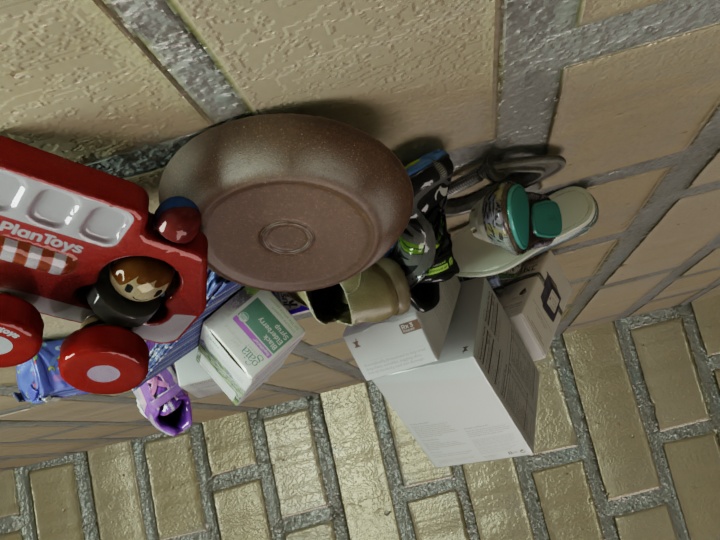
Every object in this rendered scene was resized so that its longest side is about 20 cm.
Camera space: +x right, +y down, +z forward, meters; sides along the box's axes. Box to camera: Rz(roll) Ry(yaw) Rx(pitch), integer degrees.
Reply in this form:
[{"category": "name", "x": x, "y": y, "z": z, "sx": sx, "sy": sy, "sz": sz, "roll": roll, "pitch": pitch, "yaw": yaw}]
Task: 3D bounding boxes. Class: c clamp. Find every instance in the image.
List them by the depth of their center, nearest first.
[{"category": "c clamp", "x": 0.102, "y": -0.077, "z": 0.870, "sx": 0.200, "sy": 0.027, "sz": 0.170, "roll": -23, "pitch": 164, "yaw": 41}]

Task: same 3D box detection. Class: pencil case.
[{"category": "pencil case", "x": -0.368, "y": 0.131, "z": 1.169, "sx": 0.199, "sy": 0.087, "sz": 0.078, "roll": -5, "pitch": 149, "yaw": -38}]

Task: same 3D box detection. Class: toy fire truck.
[{"category": "toy fire truck", "x": -0.199, "y": -0.006, "z": 0.619, "sx": 0.199, "sy": 0.113, "sz": 0.168, "roll": 20, "pitch": 135, "yaw": -31}]

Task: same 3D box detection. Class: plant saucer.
[{"category": "plant saucer", "x": -0.057, "y": -0.037, "z": 0.664, "sx": 0.199, "sy": 0.037, "sz": 0.201, "roll": -1, "pitch": 144, "yaw": -1}]

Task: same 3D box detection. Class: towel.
[{"category": "towel", "x": -0.159, "y": 0.039, "z": 0.900, "sx": 0.200, "sy": 0.024, "sz": 0.145, "roll": -45, "pitch": 175, "yaw": 33}]

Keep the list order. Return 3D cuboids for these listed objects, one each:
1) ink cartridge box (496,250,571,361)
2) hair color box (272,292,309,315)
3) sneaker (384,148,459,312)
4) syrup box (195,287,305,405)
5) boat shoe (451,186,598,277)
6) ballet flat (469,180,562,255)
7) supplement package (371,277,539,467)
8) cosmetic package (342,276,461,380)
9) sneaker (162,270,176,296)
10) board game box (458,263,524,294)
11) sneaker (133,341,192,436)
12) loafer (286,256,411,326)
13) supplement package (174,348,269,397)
[{"category": "ink cartridge box", "x": 0.231, "y": 0.066, "z": 1.328, "sx": 0.144, "sy": 0.085, "sz": 0.200, "roll": -22, "pitch": -163, "yaw": 34}, {"category": "hair color box", "x": 0.000, "y": 0.000, "z": 0.987, "sx": 0.199, "sy": 0.065, "sz": 0.109, "roll": -17, "pitch": 178, "yaw": 7}, {"category": "sneaker", "x": 0.063, "y": -0.034, "z": 0.796, "sx": 0.071, "sy": 0.083, "sz": 0.200, "roll": -29, "pitch": 149, "yaw": -23}, {"category": "syrup box", "x": -0.127, "y": 0.085, "z": 0.956, "sx": 0.081, "sy": 0.079, "sz": 0.200, "roll": -41, "pitch": 176, "yaw": -21}, {"category": "boat shoe", "x": 0.196, "y": -0.039, "z": 1.041, "sx": 0.199, "sy": 0.073, "sz": 0.062, "roll": -25, "pitch": 161, "yaw": 24}, {"category": "ballet flat", "x": 0.147, "y": -0.048, "z": 0.857, "sx": 0.072, "sy": 0.072, "sz": 0.200, "roll": -19, "pitch": 172, "yaw": 25}, {"category": "supplement package", "x": 0.136, "y": 0.143, "z": 1.173, "sx": 0.151, "sy": 0.151, "sz": 0.200, "roll": -15, "pitch": 126, "yaw": 28}, {"category": "cosmetic package", "x": 0.057, "y": 0.048, "z": 1.069, "sx": 0.101, "sy": 0.074, "sz": 0.200, "roll": -19, "pitch": -159, "yaw": 24}, {"category": "sneaker", "x": -0.264, "y": 0.050, "z": 0.905, "sx": 0.082, "sy": 0.070, "sz": 0.200, "roll": 32, "pitch": 123, "yaw": -27}, {"category": "board game box", "x": 0.148, "y": 0.014, "z": 1.254, "sx": 0.199, "sy": 0.062, "sz": 0.199, "roll": -2, "pitch": 164, "yaw": -44}, {"category": "sneaker", "x": -0.273, "y": 0.146, "z": 1.137, "sx": 0.080, "sy": 0.088, "sz": 0.201, "roll": -29, "pitch": 130, "yaw": -15}, {"category": "loafer", "x": -0.033, "y": 0.011, "z": 0.849, "sx": 0.067, "sy": 0.076, "sz": 0.200, "roll": -20, "pitch": -166, "yaw": -32}, {"category": "supplement package", "x": -0.191, "y": 0.101, "z": 1.162, "sx": 0.113, "sy": 0.110, "sz": 0.200, "roll": -13, "pitch": 169, "yaw": -8}]
